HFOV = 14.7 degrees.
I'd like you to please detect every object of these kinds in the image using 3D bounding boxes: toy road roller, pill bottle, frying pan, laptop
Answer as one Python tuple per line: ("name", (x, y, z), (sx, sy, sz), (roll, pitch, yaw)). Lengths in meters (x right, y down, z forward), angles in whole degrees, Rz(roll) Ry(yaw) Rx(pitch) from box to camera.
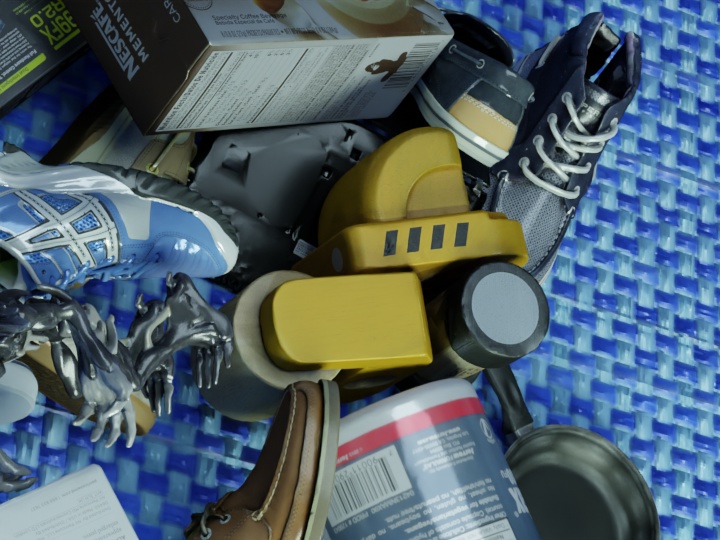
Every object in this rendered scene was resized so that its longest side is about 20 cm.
("toy road roller", (0.000, 0.000, 1.596), (0.200, 0.123, 0.146), (-6, 77, -24))
("pill bottle", (0.047, 0.173, 1.564), (0.119, 0.120, 0.200), (-16, 77, -35))
("frying pan", (0.100, 0.123, 1.675), (0.190, 0.031, 0.115), (42, 53, -3))
("laptop", (-0.021, -0.063, 1.706), (0.177, 0.103, 0.200), (28, 81, -16))

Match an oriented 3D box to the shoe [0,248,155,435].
("shoe", (-0.186, 0.019, 1.521), (0.200, 0.070, 0.053), (38, 72, -14))

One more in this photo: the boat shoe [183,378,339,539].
("boat shoe", (-0.062, 0.151, 1.497), (0.068, 0.072, 0.200), (14, 90, -7))

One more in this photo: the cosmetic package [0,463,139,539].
("cosmetic package", (-0.141, 0.215, 1.437), (0.081, 0.113, 0.200), (-24, 83, -37))

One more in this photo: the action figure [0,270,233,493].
("action figure", (-0.158, 0.055, 1.415), (0.200, 0.119, 0.102), (-5, 80, -45))

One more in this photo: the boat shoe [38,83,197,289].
("boat shoe", (-0.134, -0.065, 1.608), (0.066, 0.074, 0.200), (52, 53, -16))

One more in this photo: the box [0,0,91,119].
("box", (-0.254, -0.151, 1.587), (0.160, 0.044, 0.200), (49, 53, -3))

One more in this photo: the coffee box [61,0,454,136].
("coffee box", (-0.059, -0.149, 1.598), (0.200, 0.080, 0.114), (-7, 56, -46))

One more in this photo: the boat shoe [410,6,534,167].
("boat shoe", (0.060, -0.126, 1.695), (0.075, 0.062, 0.200), (30, 13, -23))

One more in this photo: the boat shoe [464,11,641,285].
("boat shoe", (0.119, -0.074, 1.743), (0.075, 0.093, 0.200), (26, 56, -18))

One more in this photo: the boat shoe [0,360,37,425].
("boat shoe", (-0.270, 0.030, 1.480), (0.202, 0.075, 0.086), (8, 60, -17))

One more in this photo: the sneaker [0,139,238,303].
("sneaker", (-0.161, -0.015, 1.483), (0.200, 0.076, 0.077), (10, 64, -22))
